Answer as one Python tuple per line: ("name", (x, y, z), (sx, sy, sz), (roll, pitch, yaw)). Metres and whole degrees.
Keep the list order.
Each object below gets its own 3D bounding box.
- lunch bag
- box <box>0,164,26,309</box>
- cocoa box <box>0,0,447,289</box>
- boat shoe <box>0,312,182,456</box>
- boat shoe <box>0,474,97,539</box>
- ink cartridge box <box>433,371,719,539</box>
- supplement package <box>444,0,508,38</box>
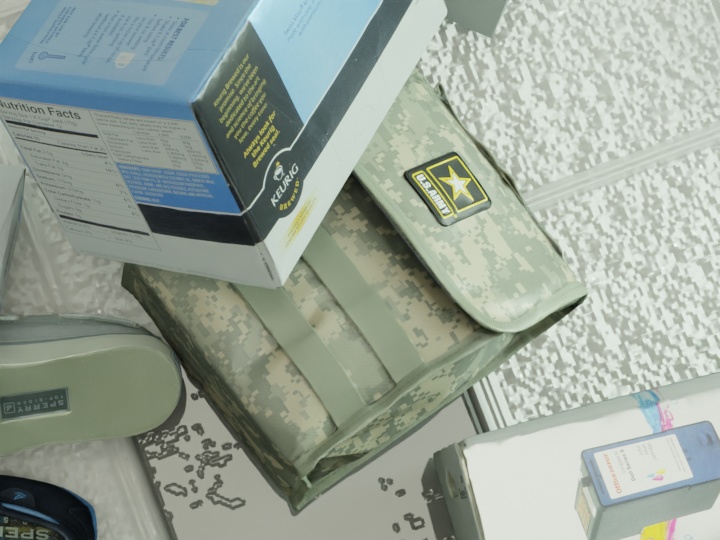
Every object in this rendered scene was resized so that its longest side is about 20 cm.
("lunch bag", (0.000, 0.000, 1.451), (0.200, 0.118, 0.164), (-35, 79, -13))
("box", (-0.260, 0.004, 1.408), (0.156, 0.200, 0.041), (8, 125, -4))
("cocoa box", (-0.069, -0.113, 1.374), (0.133, 0.131, 0.200), (9, 53, 31))
("boat shoe", (-0.196, 0.059, 1.456), (0.201, 0.072, 0.070), (-3, 107, -12))
("boat shoe", (-0.239, 0.130, 1.441), (0.200, 0.069, 0.084), (-7, 95, -1))
("ink cartridge box", (0.147, 0.107, 1.426), (0.200, 0.145, 0.088), (-12, 84, -5))
("supplement package", (0.010, -0.234, 1.455), (0.200, 0.156, 0.111), (24, 69, 1))
